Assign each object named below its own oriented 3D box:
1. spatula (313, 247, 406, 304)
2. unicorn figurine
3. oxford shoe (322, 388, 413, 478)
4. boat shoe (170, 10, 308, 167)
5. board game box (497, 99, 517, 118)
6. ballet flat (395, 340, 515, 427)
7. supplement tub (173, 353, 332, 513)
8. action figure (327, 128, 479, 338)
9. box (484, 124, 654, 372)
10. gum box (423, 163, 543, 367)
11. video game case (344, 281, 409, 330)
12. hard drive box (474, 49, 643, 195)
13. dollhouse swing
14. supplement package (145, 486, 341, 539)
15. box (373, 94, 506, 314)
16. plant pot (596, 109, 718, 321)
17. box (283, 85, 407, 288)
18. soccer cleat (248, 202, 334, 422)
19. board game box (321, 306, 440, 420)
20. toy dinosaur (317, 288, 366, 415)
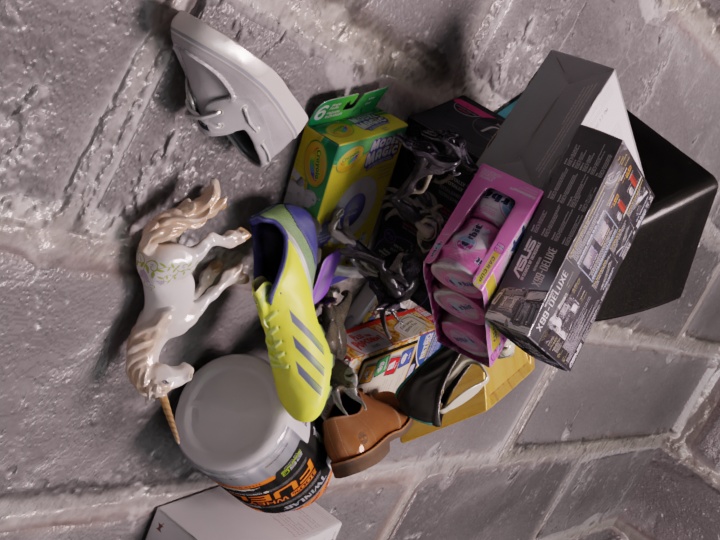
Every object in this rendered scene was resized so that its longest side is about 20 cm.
[{"bbox_3d":[0.000,0.000,1.284,0.200,0.020,0.057,-11,126,-59],"label":"spatula"},{"bbox_3d":[-0.154,0.022,1.101,0.137,0.074,0.201,-38,132,-33],"label":"unicorn figurine"},{"bbox_3d":[0.007,0.151,1.346,0.071,0.072,0.200,-22,-177,15],"label":"oxford shoe"},{"bbox_3d":[-0.105,-0.136,1.009,0.069,0.072,0.200,-56,163,-4],"label":"boat shoe"},{"bbox_3d":[0.211,-0.149,1.553,0.200,0.047,0.152,-35,147,-37],"label":"board game box"},{"bbox_3d":[0.121,0.084,1.361,0.200,0.068,0.068,-51,155,-5],"label":"ballet flat"},{"bbox_3d":[-0.099,0.171,1.289,0.123,0.122,0.200,-52,153,-10],"label":"supplement tub"},{"bbox_3d":[0.037,-0.040,1.214,0.119,0.102,0.201,-29,145,-55],"label":"action figure"},{"bbox_3d":[0.201,-0.015,1.208,0.201,0.050,0.158,-64,152,-4],"label":"box"},{"bbox_3d":[0.120,-0.003,1.222,0.114,0.066,0.200,-58,161,-19],"label":"gum box"},{"bbox_3d":[-0.001,0.116,1.511,0.182,0.023,0.200,-55,153,-4],"label":"video game case"},{"bbox_3d":[0.205,-0.094,1.292,0.156,0.077,0.200,-55,147,-16],"label":"hard drive box"},{"bbox_3d":[0.118,0.089,1.643,0.181,0.177,0.200,-25,180,28],"label":"dollhouse swing"},{"bbox_3d":[-0.135,0.311,1.388,0.200,0.117,0.118,-7,126,-57],"label":"supplement package"},{"bbox_3d":[0.103,-0.065,1.374,0.106,0.122,0.201,-27,142,-45],"label":"box"},{"bbox_3d":[0.266,-0.053,1.501,0.177,0.200,0.200,-29,145,-27],"label":"plant pot"},{"bbox_3d":[-0.021,-0.076,1.234,0.117,0.048,0.201,-24,137,-50],"label":"box"},{"bbox_3d":[-0.071,0.040,1.164,0.084,0.064,0.201,-6,93,-54],"label":"soccer cleat"},{"bbox_3d":[0.010,0.131,1.467,0.200,0.046,0.152,-15,131,-54],"label":"board game box"},{"bbox_3d":[-0.042,0.069,1.305,0.200,0.077,0.103,-99,-178,-75],"label":"toy dinosaur"}]
